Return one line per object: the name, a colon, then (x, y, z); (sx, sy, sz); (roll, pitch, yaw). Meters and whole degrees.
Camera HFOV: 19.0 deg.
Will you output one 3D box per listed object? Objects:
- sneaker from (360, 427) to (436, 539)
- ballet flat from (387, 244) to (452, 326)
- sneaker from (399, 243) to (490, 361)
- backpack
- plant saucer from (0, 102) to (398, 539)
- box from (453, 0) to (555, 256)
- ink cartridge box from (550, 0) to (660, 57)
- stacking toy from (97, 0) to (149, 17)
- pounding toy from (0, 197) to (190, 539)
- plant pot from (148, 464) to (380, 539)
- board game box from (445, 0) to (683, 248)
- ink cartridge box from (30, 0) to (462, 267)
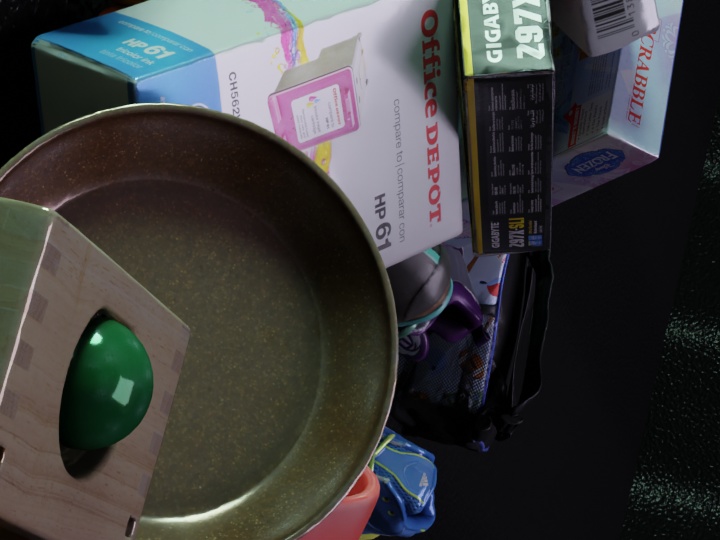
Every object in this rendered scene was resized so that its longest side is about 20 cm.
sneaker: (-0.009, 0.098, 1.317); (0.200, 0.105, 0.076); (59, 44, -46)
ballet flat: (-0.045, 0.009, 1.181); (0.068, 0.199, 0.068); (51, 33, -35)
sneaker: (0.004, 0.016, 1.349); (0.200, 0.088, 0.074); (-7, 153, -42)
backpack: (0.065, 0.028, 1.580); (0.200, 0.154, 0.191); (85, 22, -82)
plant saucer: (-0.083, 0.030, 0.919); (0.037, 0.200, 0.201); (149, -42, -70)
box: (0.073, -0.122, 1.138); (0.200, 0.049, 0.160); (81, 7, -65)
ink cartridge box: (0.098, -0.227, 1.198); (0.200, 0.057, 0.163); (-130, -159, -60)
stacking toy: (-0.095, -0.152, 1.064); (0.085, 0.085, 0.201); (17, 88, -74)
pounding toy: (-0.155, 0.053, 0.759); (0.184, 0.199, 0.143); (51, 52, -69)
plant pot: (-0.109, 0.155, 1.037); (0.200, 0.200, 0.178); (-5, 115, -73)
board game box: (0.116, -0.132, 1.295); (0.199, 0.041, 0.201); (-24, -132, 55)
ink cartridge box: (-0.047, -0.063, 1.040); (0.200, 0.085, 0.145); (-25, 123, -37)
